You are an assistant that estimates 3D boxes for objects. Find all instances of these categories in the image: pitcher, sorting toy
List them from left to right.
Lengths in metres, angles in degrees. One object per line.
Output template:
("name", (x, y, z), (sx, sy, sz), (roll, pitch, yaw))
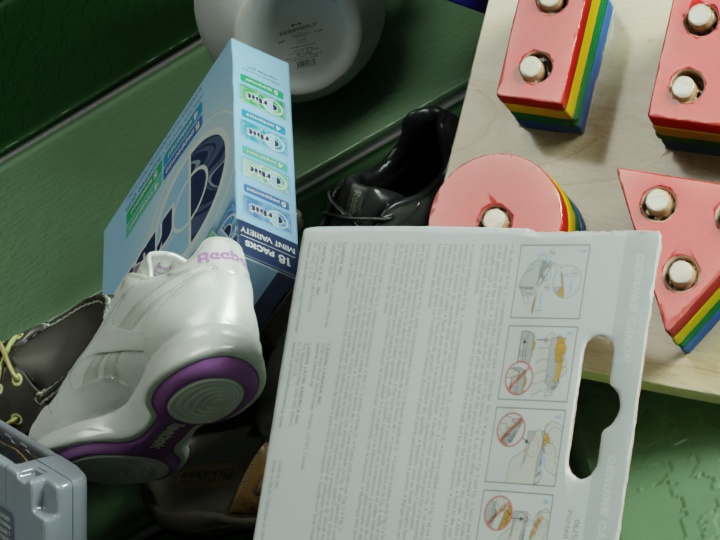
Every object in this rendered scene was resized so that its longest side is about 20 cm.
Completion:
("pitcher", (-0.025, -0.194, 1.541), (0.170, 0.122, 0.200), (-19, 26, 2))
("sorting toy", (0.131, -0.050, 1.157), (0.198, 0.070, 0.200), (10, 78, 22))

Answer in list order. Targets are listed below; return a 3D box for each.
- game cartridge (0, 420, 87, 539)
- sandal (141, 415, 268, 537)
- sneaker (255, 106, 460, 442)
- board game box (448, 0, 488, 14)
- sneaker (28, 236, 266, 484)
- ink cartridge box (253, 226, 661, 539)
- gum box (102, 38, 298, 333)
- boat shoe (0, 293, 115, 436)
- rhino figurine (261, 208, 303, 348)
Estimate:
("game cartridge", (-0.211, 0.146, 1.314), (0.041, 0.134, 0.199), (-16, 25, -35))
("sandal", (-0.045, 0.096, 1.278), (0.199, 0.055, 0.082), (-8, 45, 36))
("sneaker", (0.000, 0.000, 1.235), (0.076, 0.091, 0.201), (19, 69, 32))
("board game box", (0.089, -0.250, 1.387), (0.201, 0.151, 0.045), (-59, 39, 22))
("sneaker", (-0.112, 0.051, 1.277), (0.200, 0.074, 0.100), (-34, 50, 44))
("ink cartridge box", (0.048, 0.064, 1.085), (0.199, 0.057, 0.164), (2, 76, 33))
("gum box", (-0.097, -0.010, 1.387), (0.170, 0.044, 0.201), (-53, 27, 33))
("boat shoe", (-0.198, 0.075, 1.380), (0.201, 0.060, 0.072), (-43, 32, 32))
("rhino figurine", (0.024, -0.011, 1.330), (0.199, 0.060, 0.088), (-23, 44, 18))
